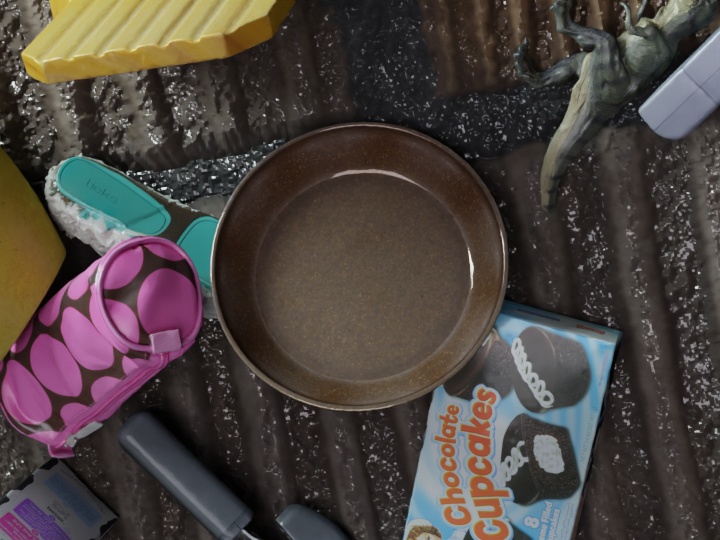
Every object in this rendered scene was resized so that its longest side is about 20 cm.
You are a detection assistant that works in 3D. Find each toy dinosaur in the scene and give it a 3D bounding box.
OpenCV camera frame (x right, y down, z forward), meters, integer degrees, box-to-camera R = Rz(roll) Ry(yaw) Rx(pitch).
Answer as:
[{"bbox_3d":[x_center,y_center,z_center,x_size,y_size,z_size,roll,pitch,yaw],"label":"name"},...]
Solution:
[{"bbox_3d":[0.149,-0.133,1.263,0.088,0.047,0.200,37,114,-3],"label":"toy dinosaur"}]

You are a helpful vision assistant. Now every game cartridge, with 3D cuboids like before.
[{"bbox_3d":[0.254,-0.160,1.176,0.040,0.133,0.200,46,112,5],"label":"game cartridge"}]

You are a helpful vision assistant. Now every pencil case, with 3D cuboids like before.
[{"bbox_3d":[-0.180,0.055,1.348,0.200,0.091,0.094,-41,52,51],"label":"pencil case"}]

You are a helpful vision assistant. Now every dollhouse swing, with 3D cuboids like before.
[{"bbox_3d":[-0.129,-0.230,1.249,0.199,0.176,0.182,-6,103,19],"label":"dollhouse swing"}]

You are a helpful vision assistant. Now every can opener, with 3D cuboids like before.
[{"bbox_3d":[-0.086,0.166,1.416,0.200,0.053,0.067,44,79,2],"label":"can opener"}]

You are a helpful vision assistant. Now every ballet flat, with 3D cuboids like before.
[{"bbox_3d":[-0.135,-0.014,1.375,0.200,0.072,0.072,32,111,9],"label":"ballet flat"}]

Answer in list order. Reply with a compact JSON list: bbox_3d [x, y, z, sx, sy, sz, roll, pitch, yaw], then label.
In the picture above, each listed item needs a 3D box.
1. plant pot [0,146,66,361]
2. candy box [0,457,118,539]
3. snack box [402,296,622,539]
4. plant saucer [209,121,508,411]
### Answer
[{"bbox_3d":[-0.292,-0.008,1.361,0.142,0.200,0.200,34,112,-12],"label":"plant pot"},{"bbox_3d":[-0.283,0.241,1.403,0.072,0.200,0.168,44,112,1],"label":"candy box"},{"bbox_3d":[0.102,0.123,1.346,0.116,0.037,0.201,14,108,13],"label":"snack box"},{"bbox_3d":[0.000,0.000,1.308,0.200,0.037,0.201,-2,73,5],"label":"plant saucer"}]
